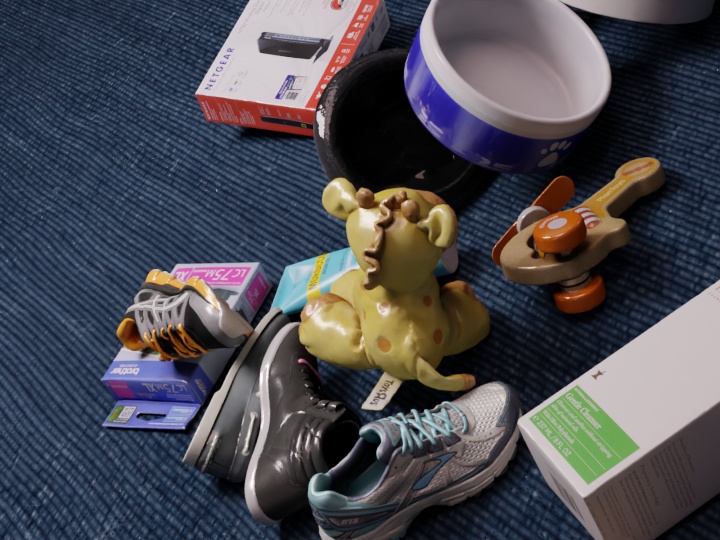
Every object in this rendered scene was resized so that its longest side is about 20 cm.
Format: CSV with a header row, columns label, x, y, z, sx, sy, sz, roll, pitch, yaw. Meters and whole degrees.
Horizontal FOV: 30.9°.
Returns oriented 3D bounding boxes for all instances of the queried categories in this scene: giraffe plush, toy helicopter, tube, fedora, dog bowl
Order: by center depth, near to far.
label,x,y,z,sx,sy,sz,roll,pitch,yaw
giraffe plush,0.029,0.000,1.115,0.170,0.165,0.201,1,23,4
toy helicopter,0.205,-0.047,1.206,0.199,0.080,0.131,-37,26,-28
tube,0.000,0.000,1.298,0.198,0.051,0.078,-16,30,27
dog bowl,0.146,-0.197,1.305,0.197,0.079,0.202,12,50,-14
fedora,0.035,-0.131,1.360,0.201,0.201,0.091,-48,7,-24

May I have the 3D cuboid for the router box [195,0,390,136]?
label,x,y,z,sx,sy,sz,roll,pitch,yaw
router box,-0.081,-0.260,1.601,0.177,0.049,0.202,10,56,23

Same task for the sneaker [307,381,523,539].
label,x,y,z,sx,sy,sz,roll,pitch,yaw
sneaker,0.045,0.150,1.049,0.199,0.087,0.078,-37,37,-10

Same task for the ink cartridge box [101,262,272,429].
label,x,y,z,sx,sy,sz,roll,pitch,yaw
ink cartridge box,-0.183,0.074,1.335,0.118,0.042,0.201,-1,46,33

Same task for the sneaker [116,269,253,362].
label,x,y,z,sx,sy,sz,roll,pitch,yaw
sneaker,-0.170,0.054,1.251,0.077,0.078,0.199,-50,25,-19

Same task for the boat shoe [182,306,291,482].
label,x,y,z,sx,sy,sz,roll,pitch,yaw
boat shoe,-0.101,0.117,1.227,0.061,0.073,0.201,28,44,0

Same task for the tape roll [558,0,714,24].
label,x,y,z,sx,sy,sz,roll,pitch,yaw
tape roll,0.289,-0.359,1.372,0.199,0.141,0.204,7,29,-4

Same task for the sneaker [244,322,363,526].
label,x,y,z,sx,sy,sz,roll,pitch,yaw
sneaker,-0.037,0.122,1.142,0.098,0.071,0.202,-21,42,29

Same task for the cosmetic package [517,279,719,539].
label,x,y,z,sx,sy,sz,roll,pitch,yaw
cosmetic package,0.232,0.110,0.972,0.199,0.085,0.108,-35,34,-6
